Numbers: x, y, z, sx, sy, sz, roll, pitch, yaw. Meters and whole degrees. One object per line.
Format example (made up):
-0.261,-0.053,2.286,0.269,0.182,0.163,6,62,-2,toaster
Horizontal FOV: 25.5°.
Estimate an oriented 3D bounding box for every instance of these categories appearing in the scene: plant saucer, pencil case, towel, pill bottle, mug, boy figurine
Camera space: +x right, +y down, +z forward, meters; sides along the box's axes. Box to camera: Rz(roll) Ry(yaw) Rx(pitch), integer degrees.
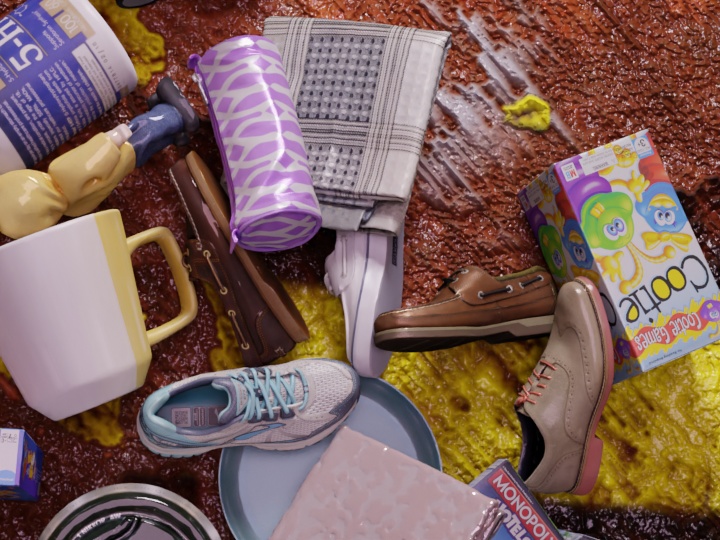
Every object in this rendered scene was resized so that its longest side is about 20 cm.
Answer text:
-0.027,0.186,1.419,0.199,0.027,0.201,1,75,-3,plant saucer
-0.093,-0.113,1.400,0.085,0.084,0.201,-5,61,-22,pencil case
0.000,0.245,1.327,0.191,0.032,0.200,20,70,40,towel
-0.028,-0.135,1.444,0.192,0.035,0.201,10,78,22,towel
-0.309,-0.153,1.407,0.200,0.120,0.120,-39,86,-13,pill bottle
-0.236,0.037,1.373,0.186,0.149,0.154,-21,90,-4,mug
-0.239,-0.091,1.399,0.200,0.124,0.065,-33,88,-23,boy figurine

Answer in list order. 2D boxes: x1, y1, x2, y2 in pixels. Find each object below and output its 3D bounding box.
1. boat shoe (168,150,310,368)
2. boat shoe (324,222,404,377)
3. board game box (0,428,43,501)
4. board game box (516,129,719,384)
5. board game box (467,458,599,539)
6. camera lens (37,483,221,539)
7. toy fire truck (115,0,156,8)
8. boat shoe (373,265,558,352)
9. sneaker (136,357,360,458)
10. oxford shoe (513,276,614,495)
-0.123,-0.006,1.419,0.070,0.070,0.200,-29,92,9,boat shoe
0.000,0.000,1.450,0.065,0.074,0.201,-1,70,20,boat shoe
-0.336,0.158,1.304,0.134,0.200,0.045,4,78,-7,board game box
0.240,-0.008,1.452,0.103,0.105,0.201,-21,83,-17,board game box
0.138,0.273,1.400,0.200,0.062,0.200,-37,97,-16,board game box
-0.188,0.259,1.303,0.159,0.200,0.161,1,79,-7,camera lens
-0.150,-0.310,1.415,0.175,0.200,0.129,-15,81,-10,toy fire truck
0.092,0.033,1.431,0.200,0.072,0.068,-3,80,-36,boat shoe
-0.095,0.119,1.373,0.199,0.086,0.078,-13,75,-6,sneaker
0.177,0.105,1.416,0.075,0.070,0.201,0,97,-20,oxford shoe
